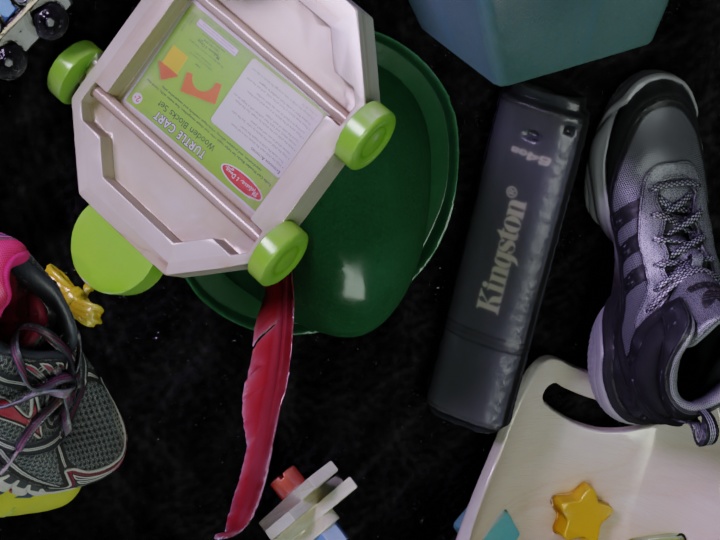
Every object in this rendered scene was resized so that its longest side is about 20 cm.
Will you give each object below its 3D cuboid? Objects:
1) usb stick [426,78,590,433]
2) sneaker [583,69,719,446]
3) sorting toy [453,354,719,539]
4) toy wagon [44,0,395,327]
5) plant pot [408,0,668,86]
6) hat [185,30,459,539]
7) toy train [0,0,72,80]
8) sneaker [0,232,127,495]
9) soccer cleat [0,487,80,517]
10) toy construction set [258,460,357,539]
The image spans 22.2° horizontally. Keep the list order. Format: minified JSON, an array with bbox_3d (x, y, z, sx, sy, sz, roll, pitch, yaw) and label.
[{"bbox_3d":[0.080,-0.006,1.012,0.033,0.055,0.202,-20,128,-57],"label":"usb stick"},{"bbox_3d":[0.177,-0.005,0.999,0.075,0.114,0.203,-3,101,-20],"label":"sneaker"},{"bbox_3d":[0.138,0.145,1.083,0.198,0.107,0.182,9,99,-15],"label":"sorting toy"},{"bbox_3d":[-0.081,-0.061,0.875,0.201,0.155,0.040,-53,161,11],"label":"toy wagon"},{"bbox_3d":[0.079,-0.203,0.866,0.140,0.141,0.202,-18,123,-18],"label":"plant pot"},{"bbox_3d":[0.000,0.000,0.907,0.164,0.176,0.202,3,113,-22],"label":"hat"},{"bbox_3d":[-0.212,-0.078,0.875,0.200,0.034,0.046,-43,109,3],"label":"toy train"},{"bbox_3d":[-0.157,0.049,0.858,0.074,0.081,0.200,3,151,22],"label":"sneaker"},{"bbox_3d":[-0.211,0.104,0.901,0.064,0.085,0.200,-23,153,25],"label":"soccer cleat"},{"bbox_3d":[-0.015,0.211,1.015,0.091,0.131,0.202,-20,77,-23],"label":"toy construction set"}]
